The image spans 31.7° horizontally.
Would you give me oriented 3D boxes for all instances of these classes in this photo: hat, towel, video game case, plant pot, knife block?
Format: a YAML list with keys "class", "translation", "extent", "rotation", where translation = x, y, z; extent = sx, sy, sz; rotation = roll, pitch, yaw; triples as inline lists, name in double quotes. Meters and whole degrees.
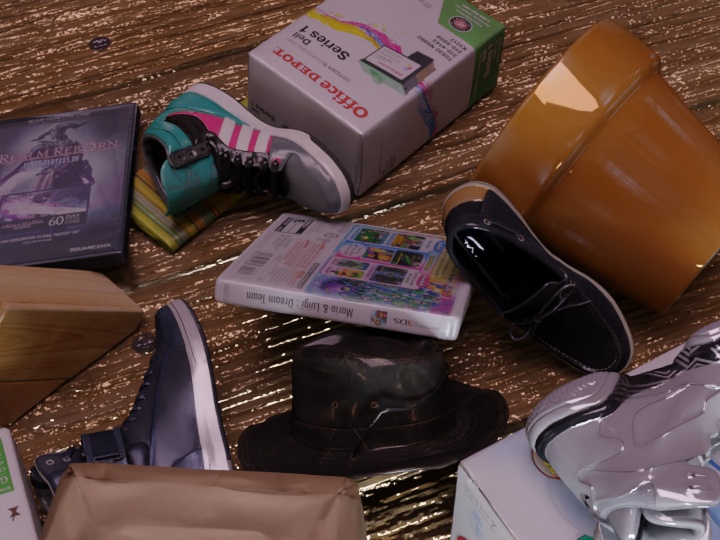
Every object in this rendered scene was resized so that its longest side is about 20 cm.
- class: "hat"
  translation: [0.003, 0.084, 0.906]
  extent: [0.201, 0.081, 0.201]
  rotation: [-10, 15, 3]
- class: "towel"
  translation: [-0.127, -0.096, 1.159]
  extent: [0.086, 0.018, 0.200]
  rotation: [39, 61, 22]
- class: "video game case"
  translation: [-0.272, -0.073, 1.124]
  extent: [0.143, 0.019, 0.200]
  rotation: [-7, 47, 3]
- class: "video game case"
  translation: [0.000, 0.000, 1.007]
  extent: [0.182, 0.024, 0.200]
  rotation: [9, 18, 9]
- class: "plant pot"
  translation: [0.213, -0.070, 1.028]
  extent: [0.183, 0.200, 0.200]
  rotation: [39, 61, 10]
- class: "knife block"
  translation: [-0.272, 0.030, 0.962]
  extent: [0.200, 0.176, 0.064]
  rotation: [-38, 60, -25]

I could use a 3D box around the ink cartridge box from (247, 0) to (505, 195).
- class: "ink cartridge box"
  translation: [0.013, -0.184, 1.170]
  extent: [0.145, 0.084, 0.200]
  rotation: [38, 60, 22]

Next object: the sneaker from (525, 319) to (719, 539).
- class: "sneaker"
  translation: [0.214, 0.105, 0.794]
  extent: [0.200, 0.075, 0.115]
  rotation: [-19, 53, -7]

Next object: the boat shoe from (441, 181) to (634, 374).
- class: "boat shoe"
  translation: [0.134, 0.018, 0.974]
  extent: [0.200, 0.075, 0.062]
  rotation: [46, 31, -16]

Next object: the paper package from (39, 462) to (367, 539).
- class: "paper package"
  translation: [-0.086, 0.214, 0.794]
  extent: [0.191, 0.200, 0.104]
  rotation: [2, 51, 5]

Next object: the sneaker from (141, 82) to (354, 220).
- class: "sneaker"
  translation: [-0.113, -0.083, 1.087]
  extent: [0.200, 0.084, 0.121]
  rotation: [30, 53, 26]

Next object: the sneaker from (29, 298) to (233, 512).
- class: "sneaker"
  translation: [-0.178, 0.114, 0.955]
  extent: [0.146, 0.077, 0.202]
  rotation: [-10, 53, -9]

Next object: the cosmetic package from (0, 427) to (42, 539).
- class: "cosmetic package"
  translation: [-0.263, 0.222, 0.868]
  extent: [0.108, 0.085, 0.200]
  rotation: [-18, 52, -15]

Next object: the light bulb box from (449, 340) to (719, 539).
- class: "light bulb box"
  translation: [0.196, 0.187, 0.854]
  extent: [0.200, 0.125, 0.198]
  rotation: [-25, 55, -18]
